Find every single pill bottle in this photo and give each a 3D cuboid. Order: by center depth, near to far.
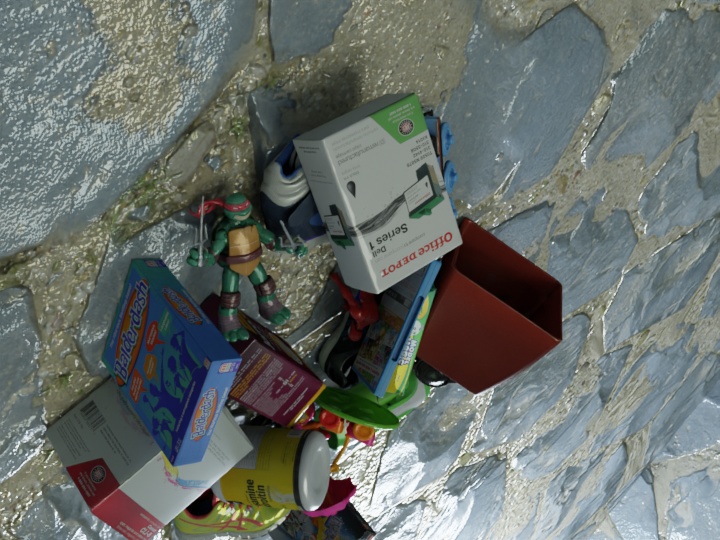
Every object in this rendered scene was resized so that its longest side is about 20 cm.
[{"bbox_3d":[-0.150,0.283,1.317,0.112,0.197,0.114,1,90,-73],"label":"pill bottle"}]

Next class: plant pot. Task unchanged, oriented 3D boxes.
[{"bbox_3d":[0.187,0.071,1.439,0.177,0.199,0.200,-54,-175,27],"label":"plant pot"}]

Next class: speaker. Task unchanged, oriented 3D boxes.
[{"bbox_3d":[0.022,0.225,1.542,0.198,0.088,0.089,-25,139,-28],"label":"speaker"}]

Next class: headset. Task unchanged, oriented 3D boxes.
[{"bbox_3d":[0.115,0.130,1.529,0.197,0.124,0.095,-4,129,-19],"label":"headset"}]

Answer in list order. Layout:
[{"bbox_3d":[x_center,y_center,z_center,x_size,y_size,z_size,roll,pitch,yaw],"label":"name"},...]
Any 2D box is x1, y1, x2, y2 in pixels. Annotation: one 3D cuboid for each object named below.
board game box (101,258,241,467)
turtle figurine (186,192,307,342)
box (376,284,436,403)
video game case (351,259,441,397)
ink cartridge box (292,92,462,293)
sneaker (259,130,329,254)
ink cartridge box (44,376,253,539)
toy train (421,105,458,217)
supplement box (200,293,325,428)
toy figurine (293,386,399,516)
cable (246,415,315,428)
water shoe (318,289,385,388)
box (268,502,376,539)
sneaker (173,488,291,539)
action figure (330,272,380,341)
[{"bbox_3d":[-0.229,0.105,1.073,0.045,0.200,0.154,-1,124,-43],"label":"board game box"},{"bbox_3d":[-0.140,-0.019,1.108,0.148,0.101,0.202,-12,122,-14],"label":"turtle figurine"},{"bbox_3d":[0.059,0.101,1.403,0.048,0.117,0.203,16,104,-11],"label":"box"},{"bbox_3d":[0.049,0.069,1.301,0.018,0.143,0.202,23,93,-16],"label":"video game case"},{"bbox_3d":[0.025,-0.094,1.106,0.145,0.084,0.202,-30,111,-23],"label":"ink cartridge box"},{"bbox_3d":[-0.040,-0.116,1.164,0.198,0.080,0.148,-25,138,-29],"label":"sneaker"},{"bbox_3d":[-0.269,0.220,1.183,0.199,0.145,0.145,-39,144,-11],"label":"ink cartridge box"},{"bbox_3d":[0.081,-0.116,1.233,0.114,0.085,0.203,-47,137,-56],"label":"toy train"},{"bbox_3d":[-0.148,0.128,1.253,0.086,0.110,0.200,-48,144,0],"label":"supplement box"},{"bbox_3d":[-0.062,0.284,1.401,0.150,0.197,0.186,-100,-150,-84],"label":"toy figurine"},{"bbox_3d":[-0.152,0.313,1.469,0.162,0.051,0.201,15,113,-46],"label":"cable"},{"bbox_3d":[0.011,0.091,1.411,0.071,0.079,0.202,7,118,-49],"label":"water shoe"},{"bbox_3d":[-0.082,0.415,1.511,0.137,0.200,0.038,-47,143,1],"label":"box"},{"bbox_3d":[-0.199,0.365,1.412,0.197,0.079,0.091,-13,129,-6],"label":"sneaker"},{"bbox_3d":[0.000,0.000,1.340,0.065,0.098,0.203,14,91,-47],"label":"action figure"}]
